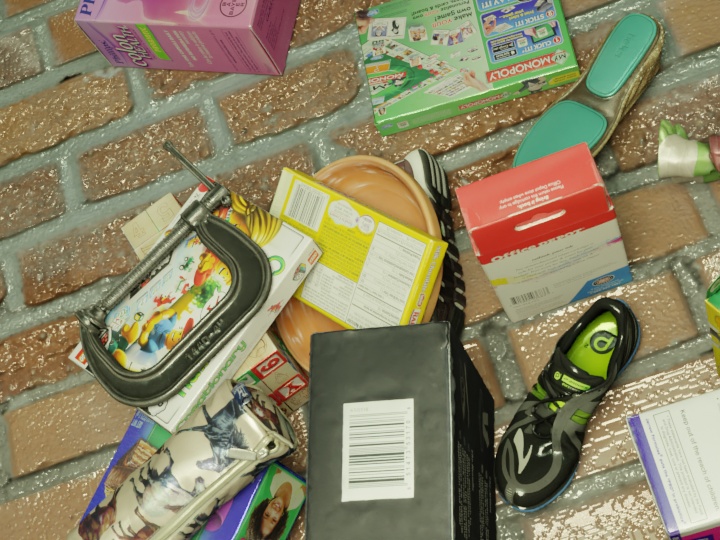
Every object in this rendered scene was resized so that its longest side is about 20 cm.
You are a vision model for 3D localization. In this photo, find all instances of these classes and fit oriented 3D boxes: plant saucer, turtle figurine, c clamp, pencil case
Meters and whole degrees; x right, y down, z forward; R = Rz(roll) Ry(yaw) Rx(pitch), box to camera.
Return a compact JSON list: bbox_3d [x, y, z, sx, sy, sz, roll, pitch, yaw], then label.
[{"bbox_3d":[0.000,0.000,1.213,0.200,0.037,0.200,-10,76,43],"label":"plant saucer"},{"bbox_3d":[0.356,-0.124,1.161,0.194,0.200,0.144,4,35,23],"label":"turtle figurine"},{"bbox_3d":[-0.164,0.011,1.160,0.171,0.027,0.200,36,80,22],"label":"c clamp"},{"bbox_3d":[-0.142,0.176,1.098,0.200,0.078,0.089,-44,18,1],"label":"pencil case"}]

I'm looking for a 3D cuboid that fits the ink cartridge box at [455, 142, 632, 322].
[{"bbox_3d":[0.153,-0.036,1.149,0.116,0.200,0.067,-20,63,8],"label":"ink cartridge box"}]

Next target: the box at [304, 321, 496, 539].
[{"bbox_3d":[0.037,0.168,1.097,0.117,0.200,0.197,-5,66,14],"label":"box"}]

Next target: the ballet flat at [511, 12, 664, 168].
[{"bbox_3d":[0.212,-0.141,1.253,0.071,0.065,0.200,38,85,28],"label":"ballet flat"}]

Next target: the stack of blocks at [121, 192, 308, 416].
[{"bbox_3d":[-0.128,0.036,1.254,0.059,0.115,0.200,-36,61,0],"label":"stack of blocks"}]

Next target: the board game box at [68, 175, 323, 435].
[{"bbox_3d":[-0.140,0.030,1.175,0.126,0.035,0.200,30,79,27],"label":"board game box"}]

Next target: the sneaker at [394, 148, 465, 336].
[{"bbox_3d":[0.028,-0.007,1.259,0.115,0.076,0.200,-16,59,23],"label":"sneaker"}]

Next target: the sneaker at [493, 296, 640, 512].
[{"bbox_3d":[0.167,0.106,1.151,0.071,0.083,0.200,26,78,25],"label":"sneaker"}]

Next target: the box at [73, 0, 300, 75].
[{"bbox_3d":[-0.166,-0.304,1.422,0.200,0.097,0.176,6,70,20],"label":"box"}]

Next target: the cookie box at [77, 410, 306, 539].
[{"bbox_3d":[-0.160,0.238,1.178,0.171,0.075,0.200,13,71,39],"label":"cookie box"}]

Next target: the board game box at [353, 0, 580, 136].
[{"bbox_3d":[0.101,-0.219,1.341,0.200,0.029,0.135,-15,65,11],"label":"board game box"}]

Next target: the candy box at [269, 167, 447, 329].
[{"bbox_3d":[-0.015,-0.011,1.185,0.200,0.026,0.102,29,107,43],"label":"candy box"}]

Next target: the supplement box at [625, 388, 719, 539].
[{"bbox_3d":[0.322,0.142,1.077,0.200,0.101,0.103,-20,63,8],"label":"supplement box"}]

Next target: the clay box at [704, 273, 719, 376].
[{"bbox_3d":[0.326,0.022,1.071,0.115,0.200,0.048,-45,63,-4],"label":"clay box"}]
